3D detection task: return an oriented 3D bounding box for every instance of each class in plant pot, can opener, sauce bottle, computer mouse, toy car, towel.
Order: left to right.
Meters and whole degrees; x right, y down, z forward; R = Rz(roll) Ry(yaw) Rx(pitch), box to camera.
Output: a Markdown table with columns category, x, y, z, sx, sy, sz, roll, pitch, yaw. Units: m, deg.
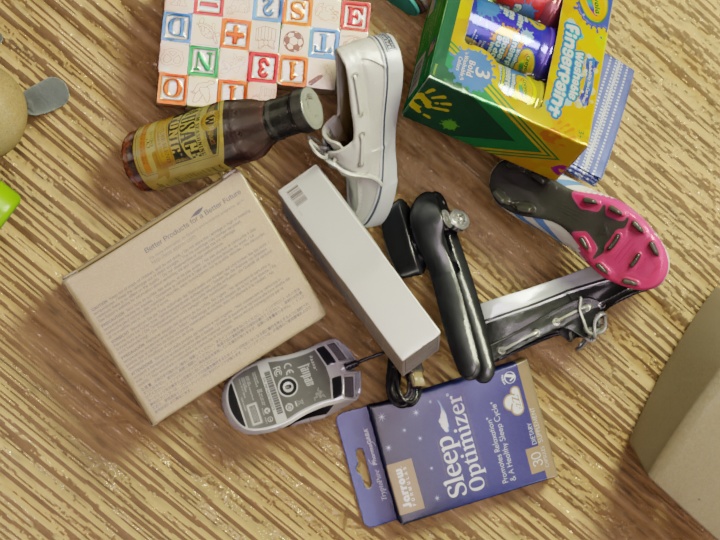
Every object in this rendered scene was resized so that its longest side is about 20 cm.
| category | x | y | z | sx | sy | sz | roll | pitch | yaw |
| --- | --- | --- | --- | --- | --- | --- | --- | --- | --- |
| toy car | -0.366 | -0.133 | 1.601 | 0.164 | 0.158 | 0.201 | 38 | 58 | -10 |
| sauce bottle | -0.128 | -0.126 | 1.599 | 0.198 | 0.066 | 0.067 | -17 | 94 | 26 |
| computer mouse | -0.039 | 0.104 | 1.671 | 0.198 | 0.044 | 0.111 | -18 | 75 | -4 |
| can opener | 0.087 | 0.015 | 1.663 | 0.078 | 0.063 | 0.202 | -34 | 70 | 34 |
| towel | 0.164 | -0.181 | 1.685 | 0.198 | 0.024 | 0.146 | 25 | 63 | -8 |
| plant pot | 0.374 | 0.162 | 1.667 | 0.199 | 0.200 | 0.177 | 42 | 98 | -7 |

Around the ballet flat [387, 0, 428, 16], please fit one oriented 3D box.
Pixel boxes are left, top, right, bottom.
| category | x | y | z | sx | sy | sz | roll | pitch | yaw |
| --- | --- | --- | --- | --- | --- | --- | --- | --- | --- |
| ballet flat | -0.002 | -0.329 | 1.660 | 0.199 | 0.068 | 0.068 | 37 | 80 | -9 |

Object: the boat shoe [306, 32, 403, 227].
| category | x | y | z | sx | sy | sz | roll | pitch | yaw |
| --- | --- | --- | --- | --- | --- | --- | --- | --- | --- |
| boat shoe | -0.012 | -0.123 | 1.616 | 0.085 | 0.075 | 0.204 | -12 | 132 | -21 |

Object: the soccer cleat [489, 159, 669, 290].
| category | x | y | z | sx | sy | sz | roll | pitch | yaw |
| --- | --- | --- | --- | --- | --- | --- | --- | --- | --- |
| soccer cleat | 0.216 | -0.051 | 1.660 | 0.199 | 0.086 | 0.070 | 34 | 103 | 15 |

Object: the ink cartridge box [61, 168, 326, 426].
| category | x | y | z | sx | sy | sz | roll | pitch | yaw |
| --- | --- | --- | --- | --- | --- | --- | --- | --- | --- |
| ink cartridge box | -0.158 | 0.025 | 1.640 | 0.199 | 0.075 | 0.166 | -32 | 94 | -5 |

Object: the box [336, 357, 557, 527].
| category | x | y | z | sx | sy | sz | roll | pitch | yaw |
| --- | --- | --- | --- | --- | --- | --- | --- | --- | --- |
| box | 0.085 | 0.173 | 1.699 | 0.198 | 0.032 | 0.123 | -16 | 94 | -6 |

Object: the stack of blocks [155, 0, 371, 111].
| category | x | y | z | sx | sy | sz | roll | pitch | yaw |
| --- | --- | --- | --- | --- | --- | --- | --- | --- | --- |
| stack of blocks | -0.094 | -0.206 | 1.651 | 0.197 | 0.059 | 0.117 | 4 | 91 | -8 |

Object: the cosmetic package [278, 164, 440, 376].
| category | x | y | z | sx | sy | sz | roll | pitch | yaw |
| --- | --- | --- | --- | --- | --- | --- | --- | --- | --- |
| cosmetic package | 0.000 | 0.000 | 1.630 | 0.050 | 0.083 | 0.201 | -35 | 79 | -8 |

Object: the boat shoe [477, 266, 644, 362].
| category | x | y | z | sx | sy | sz | roll | pitch | yaw |
| --- | --- | --- | --- | --- | --- | --- | --- | --- | --- |
| boat shoe | 0.208 | 0.041 | 1.684 | 0.197 | 0.074 | 0.069 | -16 | 76 | -7 |

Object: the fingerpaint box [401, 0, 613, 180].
| category | x | y | z | sx | sy | sz | roll | pitch | yaw |
| --- | --- | --- | --- | --- | --- | --- | --- | --- | --- |
| fingerpaint box | 0.144 | -0.211 | 1.629 | 0.165 | 0.073 | 0.202 | 22 | 59 | -11 |
